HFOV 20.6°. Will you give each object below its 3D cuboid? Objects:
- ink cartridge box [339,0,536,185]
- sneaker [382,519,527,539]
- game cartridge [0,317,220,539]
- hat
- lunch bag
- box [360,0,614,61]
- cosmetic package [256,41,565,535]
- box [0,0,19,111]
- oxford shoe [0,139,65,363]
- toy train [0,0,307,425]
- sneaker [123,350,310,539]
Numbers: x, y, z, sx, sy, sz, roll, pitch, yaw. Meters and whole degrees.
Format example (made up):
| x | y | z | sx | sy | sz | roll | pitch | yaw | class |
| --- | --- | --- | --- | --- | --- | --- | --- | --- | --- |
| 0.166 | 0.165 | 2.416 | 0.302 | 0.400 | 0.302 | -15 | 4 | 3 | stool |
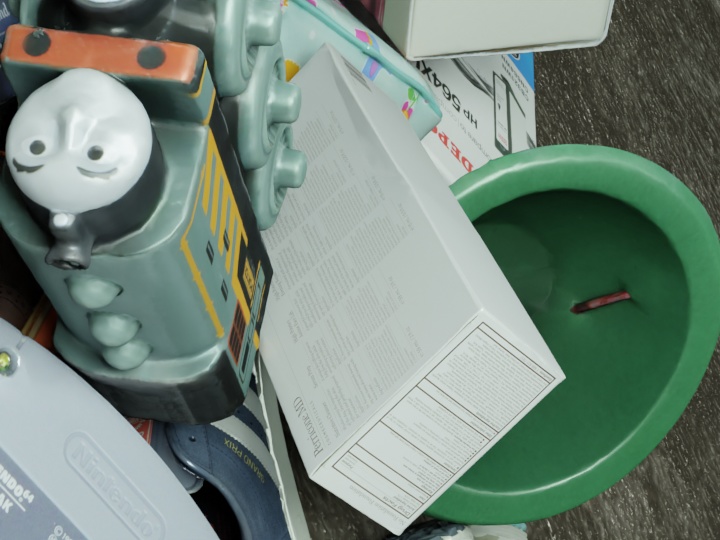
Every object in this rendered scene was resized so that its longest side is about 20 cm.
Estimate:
| x | y | z | sx | sy | sz | roll | pitch | yaw | class |
| --- | --- | --- | --- | --- | --- | --- | --- | --- | --- |
| 0.027 | -0.086 | 1.064 | 0.146 | 0.084 | 0.200 | 45 | 31 | -35 | ink cartridge box |
| 0.034 | 0.156 | 0.874 | 0.200 | 0.077 | 0.087 | -5 | 76 | -62 | sneaker |
| -0.111 | 0.104 | 0.633 | 0.200 | 0.041 | 0.133 | 52 | 55 | -26 | game cartridge |
| 0.043 | 0.005 | 0.880 | 0.165 | 0.200 | 0.176 | 27 | 15 | -27 | hat |
| -0.062 | -0.111 | 0.880 | 0.160 | 0.077 | 0.200 | 43 | 8 | 34 | lunch bag |
| 0.039 | -0.207 | 0.962 | 0.200 | 0.109 | 0.128 | -123 | -147 | -48 | box |
| 0.000 | 0.000 | 0.724 | 0.051 | 0.083 | 0.200 | 39 | 14 | -33 | cosmetic package |
| -0.190 | -0.129 | 0.664 | 0.200 | 0.107 | 0.148 | 59 | 27 | -11 | box |
| -0.131 | -0.023 | 0.726 | 0.073 | 0.071 | 0.200 | 46 | 32 | -26 | oxford shoe |
| -0.066 | -0.027 | 0.629 | 0.200 | 0.085 | 0.114 | 82 | 16 | -68 | toy train |
| -0.076 | 0.055 | 0.754 | 0.084 | 0.075 | 0.200 | 0 | 66 | -63 | sneaker |
